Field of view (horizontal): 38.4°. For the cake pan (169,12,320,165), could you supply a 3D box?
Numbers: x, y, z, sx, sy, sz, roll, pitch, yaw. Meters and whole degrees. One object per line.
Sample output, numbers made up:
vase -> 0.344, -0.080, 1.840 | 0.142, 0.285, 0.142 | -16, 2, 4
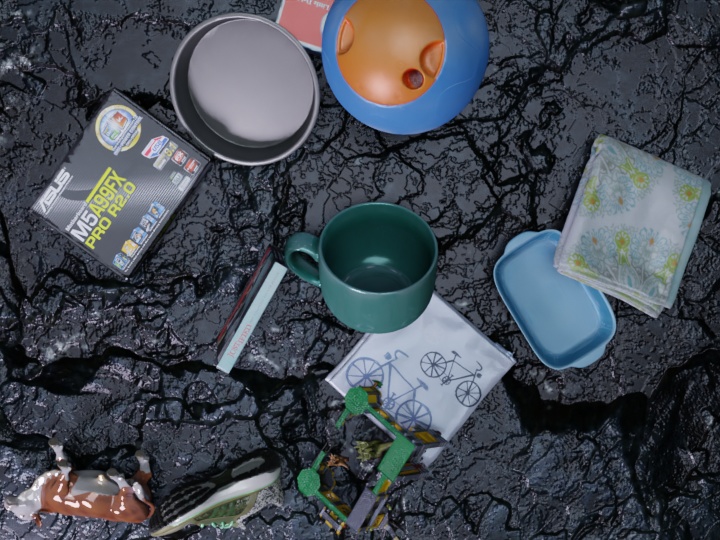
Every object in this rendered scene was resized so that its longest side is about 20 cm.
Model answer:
cake pan -> -0.146, -0.236, 1.337 | 0.198, 0.037, 0.202 | 4, 117, 8

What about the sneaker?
sneaker -> -0.187, 0.324, 1.394 | 0.199, 0.077, 0.089 | -23, 111, -6

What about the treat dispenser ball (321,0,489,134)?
treat dispenser ball -> 0.053, -0.263, 1.225 | 0.199, 0.201, 0.203 | 0, 94, -1

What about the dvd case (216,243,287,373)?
dvd case -> -0.140, 0.043, 1.311 | 0.022, 0.200, 0.147 | 29, 92, -9

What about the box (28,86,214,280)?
box -> -0.316, -0.114, 1.373 | 0.160, 0.044, 0.201 | 36, 93, -4

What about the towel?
towel -> 0.361, -0.058, 1.372 | 0.170, 0.048, 0.202 | 22, 83, -11

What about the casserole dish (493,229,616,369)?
casserole dish -> 0.260, 0.038, 1.401 | 0.121, 0.039, 0.201 | -32, 94, 1

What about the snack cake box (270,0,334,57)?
snack cake box -> -0.006, -0.326, 1.353 | 0.198, 0.067, 0.116 | 18, 96, -2

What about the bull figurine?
bull figurine -> -0.372, 0.291, 1.384 | 0.198, 0.065, 0.122 | 6, 127, -9

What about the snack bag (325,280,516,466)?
snack bag -> 0.083, 0.135, 1.413 | 0.188, 0.021, 0.200 | 40, 93, -4

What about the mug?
mug -> 0.011, -0.003, 1.345 | 0.185, 0.115, 0.152 | 37, 60, 26

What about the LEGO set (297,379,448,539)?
LEGO set -> 0.022, 0.253, 1.383 | 0.153, 0.116, 0.201 | 28, 99, 30
